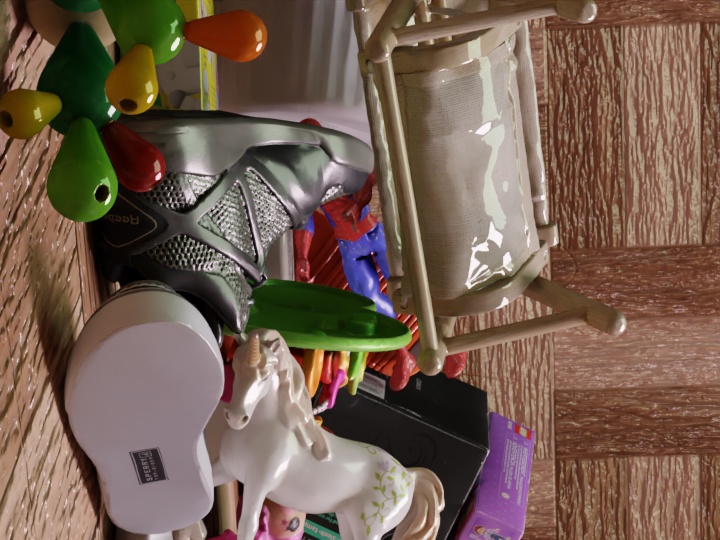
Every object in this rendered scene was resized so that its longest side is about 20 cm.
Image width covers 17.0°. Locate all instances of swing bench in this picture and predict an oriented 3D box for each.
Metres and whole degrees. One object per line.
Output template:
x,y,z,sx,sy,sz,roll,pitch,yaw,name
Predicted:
0.064,-0.073,1.414,0.200,0.129,0.200,-117,-163,-71,swing bench

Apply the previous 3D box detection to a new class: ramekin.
-0.022,-0.134,1.638,0.200,0.199,0.098,77,19,-80,ramekin

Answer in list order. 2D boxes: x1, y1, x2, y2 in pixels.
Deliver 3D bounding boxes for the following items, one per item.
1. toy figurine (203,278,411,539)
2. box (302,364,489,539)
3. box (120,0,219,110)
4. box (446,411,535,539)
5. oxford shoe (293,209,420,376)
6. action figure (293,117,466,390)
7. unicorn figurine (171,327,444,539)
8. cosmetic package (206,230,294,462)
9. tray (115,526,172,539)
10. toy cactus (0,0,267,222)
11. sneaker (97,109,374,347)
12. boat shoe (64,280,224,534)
-0.055,0.108,1.368,0.200,0.149,0.185,-39,138,-79,toy figurine
-0.007,0.165,1.654,0.149,0.124,0.201,-79,-167,-77,box
-0.102,-0.105,1.308,0.117,0.048,0.201,60,26,-87,box
0.059,0.214,1.676,0.137,0.039,0.201,-73,-171,-63,box
-0.029,-0.005,1.642,0.200,0.071,0.073,45,-3,1,oxford shoe
0.000,0.000,1.527,0.201,0.065,0.099,64,25,-24,action figure
-0.035,0.108,1.252,0.074,0.200,0.138,29,-85,47,unicorn figurine
-0.077,0.015,1.511,0.104,0.073,0.201,-85,172,-83,cosmetic package
-0.105,0.193,1.223,0.108,0.022,0.201,-89,177,-46,tray
-0.100,-0.118,0.932,0.165,0.102,0.201,147,-67,-81,toy cactus
-0.065,-0.024,1.210,0.199,0.076,0.115,-9,106,-59,sneaker
-0.098,0.053,1.074,0.200,0.068,0.057,96,-14,-59,boat shoe
